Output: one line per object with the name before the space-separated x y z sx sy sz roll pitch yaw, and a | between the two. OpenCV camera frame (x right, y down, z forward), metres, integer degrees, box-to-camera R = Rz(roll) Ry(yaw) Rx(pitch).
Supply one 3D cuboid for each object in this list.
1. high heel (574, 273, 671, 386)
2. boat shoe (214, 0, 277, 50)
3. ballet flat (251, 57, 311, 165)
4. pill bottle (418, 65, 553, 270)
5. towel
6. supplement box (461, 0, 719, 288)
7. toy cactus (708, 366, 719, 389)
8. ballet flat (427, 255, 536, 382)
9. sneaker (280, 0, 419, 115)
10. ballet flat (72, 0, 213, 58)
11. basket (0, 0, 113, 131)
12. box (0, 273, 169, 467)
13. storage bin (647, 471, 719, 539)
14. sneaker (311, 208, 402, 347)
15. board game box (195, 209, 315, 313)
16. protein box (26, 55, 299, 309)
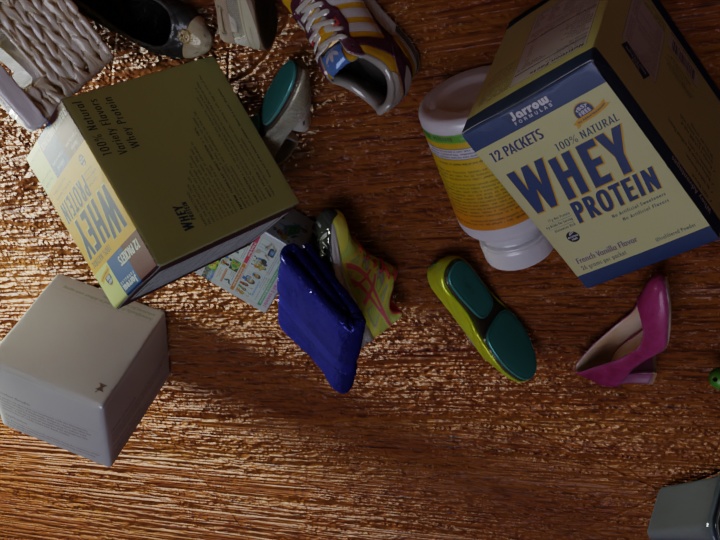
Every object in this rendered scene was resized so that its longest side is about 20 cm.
high heel | 0.310 0.072 1.085 0.095 0.068 0.200 3 146 9
boat shoe | -0.134 -0.316 0.928 0.065 0.072 0.201 9 140 16
ballet flat | -0.092 -0.172 1.062 0.062 0.068 0.200 13 147 -27
pill bottle | 0.143 -0.102 0.966 0.110 0.111 0.201 -4 129 29
towel | -0.047 0.060 1.158 0.148 0.049 0.200 46 157 18
supplement box | 0.222 -0.136 0.830 0.134 0.200 0.200 -26 117 41
toy cactus | 0.511 0.140 1.045 0.199 0.103 0.165 -18 132 27
ballet flat | 0.151 0.060 1.162 0.200 0.067 0.067 51 153 -20
sneaker | -0.025 -0.246 0.924 0.200 0.090 0.075 39 135 -14
ballet flat | -0.258 -0.285 1.017 0.199 0.057 0.067 23 111 4
basket | -0.369 -0.246 1.010 0.136 0.123 0.200 52 167 -25
box | -0.429 0.153 1.420 0.198 0.201 0.172 19 139 9
storage bin | 0.493 0.375 1.243 0.200 0.146 0.134 43 145 -16
sneaker | 0.000 0.000 1.165 0.090 0.078 0.201 -24 125 -9
board game box | -0.175 -0.051 1.203 0.199 0.064 0.148 32 137 -4
protein box | -0.218 -0.100 1.018 0.135 0.200 0.199 -33 87 49
